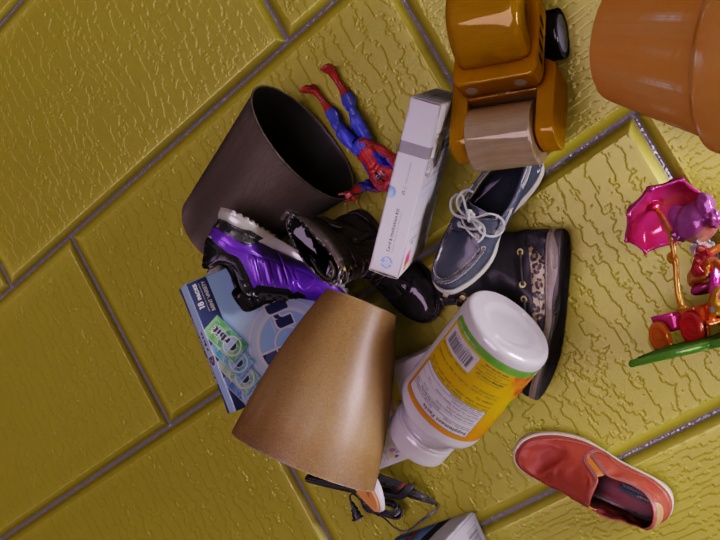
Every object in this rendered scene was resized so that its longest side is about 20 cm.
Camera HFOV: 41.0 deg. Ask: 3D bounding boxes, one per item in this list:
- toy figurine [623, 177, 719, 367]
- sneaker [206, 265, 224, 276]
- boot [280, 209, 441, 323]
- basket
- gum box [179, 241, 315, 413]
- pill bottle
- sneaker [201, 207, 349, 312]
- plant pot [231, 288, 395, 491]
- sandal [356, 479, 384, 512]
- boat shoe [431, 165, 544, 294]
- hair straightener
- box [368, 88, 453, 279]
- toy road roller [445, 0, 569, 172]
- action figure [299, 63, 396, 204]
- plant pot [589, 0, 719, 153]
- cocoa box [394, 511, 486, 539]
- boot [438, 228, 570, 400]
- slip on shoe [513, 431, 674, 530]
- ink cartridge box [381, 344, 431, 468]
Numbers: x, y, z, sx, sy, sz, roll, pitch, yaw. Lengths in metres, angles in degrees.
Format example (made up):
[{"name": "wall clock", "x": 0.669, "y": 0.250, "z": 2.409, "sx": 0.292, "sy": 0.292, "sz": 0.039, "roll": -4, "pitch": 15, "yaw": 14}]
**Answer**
[{"name": "toy figurine", "x": 0.348, "y": -0.009, "z": 1.016, "sx": 0.200, "sy": 0.147, "sz": 0.188, "roll": 144, "pitch": 115, "yaw": -69}, {"name": "sneaker", "x": -0.130, "y": 0.063, "z": 1.303, "sx": 0.080, "sy": 0.076, "sz": 0.201, "roll": -33, "pitch": 112, "yaw": 19}, {"name": "boot", "x": 0.000, "y": 0.000, "z": 1.183, "sx": 0.200, "sy": 0.174, "sz": 0.070, "roll": 45, "pitch": 112, "yaw": 13}, {"name": "basket", "x": -0.134, "y": -0.106, "z": 1.262, "sx": 0.181, "sy": 0.136, "sz": 0.199, "roll": 47, "pitch": 122, "yaw": -5}, {"name": "gum box", "x": -0.111, "y": 0.065, "z": 1.249, "sx": 0.173, "sy": 0.197, "sz": 0.044, "roll": 68, "pitch": 156, "yaw": 2}, {"name": "pill bottle", "x": 0.116, "y": 0.131, "z": 1.105, "sx": 0.111, "sy": 0.111, "sz": 0.201, "roll": 43, "pitch": 121, "yaw": 14}, {"name": "sneaker", "x": -0.112, "y": 0.013, "z": 1.203, "sx": 0.198, "sy": 0.069, "sz": 0.101, "roll": 31, "pitch": 79, "yaw": -14}, {"name": "plant pot", "x": -0.035, "y": 0.132, "z": 1.154, "sx": 0.183, "sy": 0.186, "sz": 0.204, "roll": 18, "pitch": 84, "yaw": 23}, {"name": "sandal", "x": -0.042, "y": 0.246, "z": 1.268, "sx": 0.206, "sy": 0.058, "sz": 0.080, "roll": 43, "pitch": 147, "yaw": 45}, {"name": "boat shoe", "x": 0.144, "y": -0.065, "z": 1.118, "sx": 0.075, "sy": 0.062, "sz": 0.201, "roll": 39, "pitch": 89, "yaw": 29}, {"name": "hair straightener", "x": 0.012, "y": 0.306, "z": 1.316, "sx": 0.196, "sy": 0.041, "sz": 0.079, "roll": 12, "pitch": 105, "yaw": 21}, {"name": "box", "x": 0.068, "y": -0.107, "z": 1.138, "sx": 0.040, "sy": 0.156, "sz": 0.204, "roll": 16, "pitch": 107, "yaw": 11}, {"name": "toy road roller", "x": 0.151, "y": -0.224, "z": 1.056, "sx": 0.121, "sy": 0.146, "sz": 0.204, "roll": -5, "pitch": 68, "yaw": 28}, {"name": "action figure", "x": -0.013, "y": -0.161, "z": 1.210, "sx": 0.065, "sy": 0.099, "sz": 0.201, "roll": -39, "pitch": 83, "yaw": 28}, {"name": "plant pot", "x": 0.340, "y": -0.224, "z": 0.970, "sx": 0.181, "sy": 0.198, "sz": 0.205, "roll": 17, "pitch": 107, "yaw": 40}, {"name": "cocoa box", "x": 0.110, "y": 0.440, "z": 1.229, "sx": 0.130, "sy": 0.133, "sz": 0.203, "roll": -26, "pitch": 87, "yaw": 29}, {"name": "boot", "x": 0.169, "y": 0.043, "z": 1.160, "sx": 0.148, "sy": 0.073, "sz": 0.205, "roll": 9, "pitch": 99, "yaw": 25}, {"name": "slip on shoe", "x": 0.273, "y": 0.250, "z": 1.151, "sx": 0.197, "sy": 0.061, "sz": 0.075, "roll": 22, "pitch": 110, "yaw": 24}, {"name": "ink cartridge box", "x": 0.073, "y": 0.168, "z": 1.236, "sx": 0.198, "sy": 0.067, "sz": 0.118, "roll": -28, "pitch": 86, "yaw": 29}]
